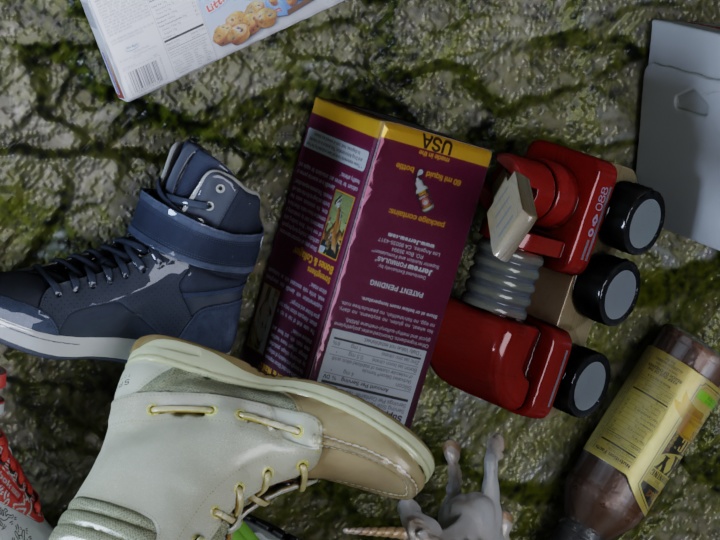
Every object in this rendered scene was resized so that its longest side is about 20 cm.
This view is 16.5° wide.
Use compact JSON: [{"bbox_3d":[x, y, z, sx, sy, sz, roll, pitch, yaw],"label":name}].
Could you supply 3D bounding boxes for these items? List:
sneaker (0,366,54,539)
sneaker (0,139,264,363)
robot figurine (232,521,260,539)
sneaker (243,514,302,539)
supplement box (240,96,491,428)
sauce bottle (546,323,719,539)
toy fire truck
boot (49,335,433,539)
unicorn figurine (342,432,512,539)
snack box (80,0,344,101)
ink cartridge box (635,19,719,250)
[{"bbox_3d":[-0.235,0.116,1.549,0.201,0.067,0.108,33,89,-24],"label":"sneaker"},{"bbox_3d":[-0.152,-0.017,1.544,0.201,0.077,0.147,9,109,-35],"label":"sneaker"},{"bbox_3d":[-0.139,0.237,1.555,0.200,0.116,0.175,-45,151,1],"label":"robot figurine"},{"bbox_3d":[-0.039,0.226,1.612,0.199,0.076,0.088,28,86,13],"label":"sneaker"},{"bbox_3d":[0.000,0.000,1.606,0.085,0.110,0.201,14,96,-26],"label":"supplement box"},{"bbox_3d":[0.187,0.136,1.748,0.065,0.065,0.201,33,88,-26],"label":"sauce bottle"},{"bbox_3d":[0.102,0.003,1.603,0.200,0.128,0.177,13,97,-51],"label":"toy fire truck"},{"bbox_3d":[-0.070,0.137,1.476,0.199,0.072,0.155,18,59,8],"label":"boot"},{"bbox_3d":[0.069,0.178,1.652,0.073,0.138,0.200,-17,127,20],"label":"unicorn figurine"},{"bbox_3d":[-0.076,-0.181,1.580,0.199,0.024,0.072,-27,110,-17],"label":"snack box"},{"bbox_3d":[0.308,-0.091,1.706,0.199,0.145,0.146,2,101,-24],"label":"ink cartridge box"}]
